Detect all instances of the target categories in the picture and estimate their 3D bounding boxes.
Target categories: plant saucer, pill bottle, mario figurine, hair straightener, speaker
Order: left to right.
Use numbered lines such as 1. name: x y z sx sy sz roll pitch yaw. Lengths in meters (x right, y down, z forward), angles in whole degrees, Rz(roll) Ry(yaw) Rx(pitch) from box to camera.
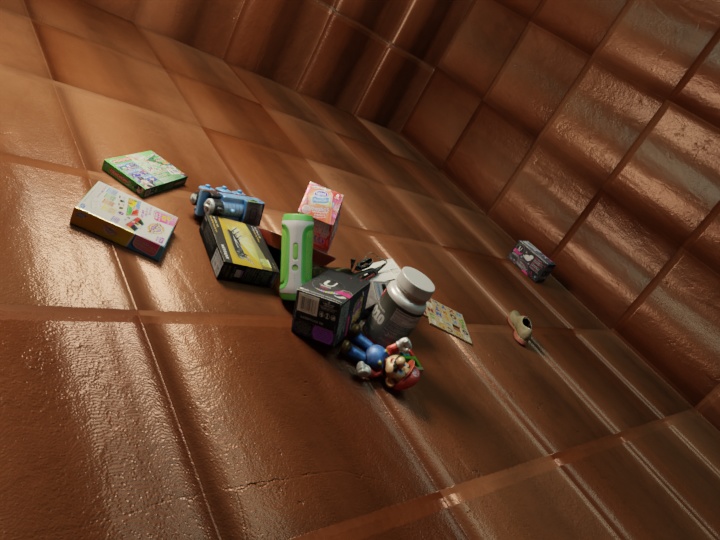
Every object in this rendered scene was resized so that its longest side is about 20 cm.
1. plant saucer: -0.185 -0.062 1.497 0.196 0.038 0.199 22 -1 -24
2. speaker: -0.156 -0.033 1.350 0.085 0.207 0.088 2 2 0
3. hair straightener: 0.000 0.000 1.516 0.197 0.079 0.040 -27 23 -34
4. mario figurine: 0.054 0.199 1.288 0.196 0.126 0.106 29 -1 4
5. pill bottle: 0.094 0.100 1.368 0.111 0.203 0.115 25 24 -12

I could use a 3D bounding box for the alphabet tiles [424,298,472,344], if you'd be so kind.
1. alphabet tiles: 0.267 0.150 1.792 0.196 0.008 0.169 27 25 -16

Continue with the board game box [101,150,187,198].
1. board game box: -0.570 -0.262 1.473 0.133 0.030 0.200 34 24 3

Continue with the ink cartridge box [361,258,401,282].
1. ink cartridge box: 0.066 0.026 1.601 0.105 0.052 0.200 -13 20 -5

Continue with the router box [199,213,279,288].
1. router box: -0.305 -0.050 1.380 0.154 0.053 0.202 13 31 -40

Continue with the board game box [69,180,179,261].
1. board game box: -0.522 -0.113 1.238 0.196 0.041 0.154 26 25 -17

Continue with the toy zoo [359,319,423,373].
1. toy zoo: 0.072 0.190 1.448 0.129 0.021 0.202 14 31 -37

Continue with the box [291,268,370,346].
1. box: -0.068 0.082 1.329 0.119 0.109 0.200 17 19 16

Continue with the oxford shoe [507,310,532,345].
1. oxford shoe: 0.601 0.197 2.044 0.069 0.076 0.201 26 24 -12

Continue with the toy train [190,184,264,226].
1. toy train: -0.357 -0.174 1.482 0.113 0.089 0.197 27 15 37

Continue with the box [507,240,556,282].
1. box: 0.875 -0.050 2.814 0.130 0.116 0.200 -1 41 -51

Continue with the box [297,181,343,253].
1. box: -0.111 -0.136 1.484 0.100 0.097 0.201 21 -21 1

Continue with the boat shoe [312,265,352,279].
1. boat shoe: -0.108 0.025 1.490 0.066 0.075 0.196 8 7 44

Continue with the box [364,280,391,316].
1. box: 0.064 0.080 1.513 0.197 0.115 0.062 4 64 -49
